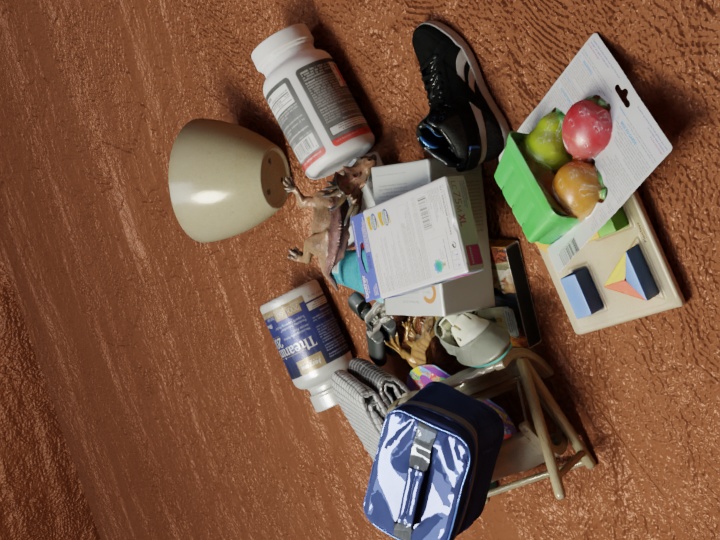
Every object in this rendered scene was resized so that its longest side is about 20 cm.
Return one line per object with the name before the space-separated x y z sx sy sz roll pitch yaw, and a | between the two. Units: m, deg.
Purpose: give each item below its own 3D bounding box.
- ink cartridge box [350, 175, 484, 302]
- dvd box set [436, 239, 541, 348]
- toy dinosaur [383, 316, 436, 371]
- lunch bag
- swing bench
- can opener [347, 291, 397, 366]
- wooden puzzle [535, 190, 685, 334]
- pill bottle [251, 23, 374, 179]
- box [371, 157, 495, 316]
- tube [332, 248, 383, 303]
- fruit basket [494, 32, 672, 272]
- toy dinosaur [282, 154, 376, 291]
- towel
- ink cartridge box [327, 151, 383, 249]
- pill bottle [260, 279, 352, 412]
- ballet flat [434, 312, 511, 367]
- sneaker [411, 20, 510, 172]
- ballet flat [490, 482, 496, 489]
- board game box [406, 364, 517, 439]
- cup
ink cartridge box | 0.068 -0.036 1.479 0.199 0.042 0.122 -19 81 48
dvd box set | 0.157 0.027 1.618 0.199 0.029 0.149 7 116 53
toy dinosaur | 0.088 0.132 1.727 0.106 0.060 0.202 50 162 37
lunch bag | 0.086 0.260 1.487 0.134 0.132 0.203 21 112 26
swing bench | 0.176 0.221 1.577 0.197 0.129 0.203 -26 88 34
can opener | 0.025 0.083 1.766 0.066 0.053 0.201 43 165 24
wooden puzzle | 0.278 -0.020 1.400 0.199 0.046 0.188 -23 92 58
pill bottle | -0.071 -0.245 1.686 0.202 0.115 0.116 62 147 5
box | 0.096 -0.046 1.553 0.123 0.096 0.204 -1 96 53
tube | 0.000 0.000 1.665 0.200 0.050 0.079 -168 66 -75
fruit basket | 0.248 -0.130 1.311 0.200 0.093 0.187 -49 49 31
toy dinosaur | -0.038 -0.062 1.625 0.135 0.085 0.204 16 108 53
towel | 0.048 0.237 1.799 0.202 0.085 0.165 59 166 -17
ink cartridge box | 0.011 -0.060 1.724 0.176 0.043 0.200 67 157 7
pill bottle | -0.080 0.128 1.948 0.111 0.110 0.203 -25 90 57
ballet flat | 0.139 0.085 1.539 0.064 0.067 0.200 48 172 -8
sneaker | 0.100 -0.219 1.461 0.202 0.111 0.073 58 146 10
ballet flat | 0.127 0.320 1.704 0.071 0.199 0.074 -4 82 32
board game box | 0.139 0.224 1.706 0.198 0.039 0.159 31 148 19
cup | -0.197 -0.149 1.891 0.141 0.200 0.204 -1 113 25
